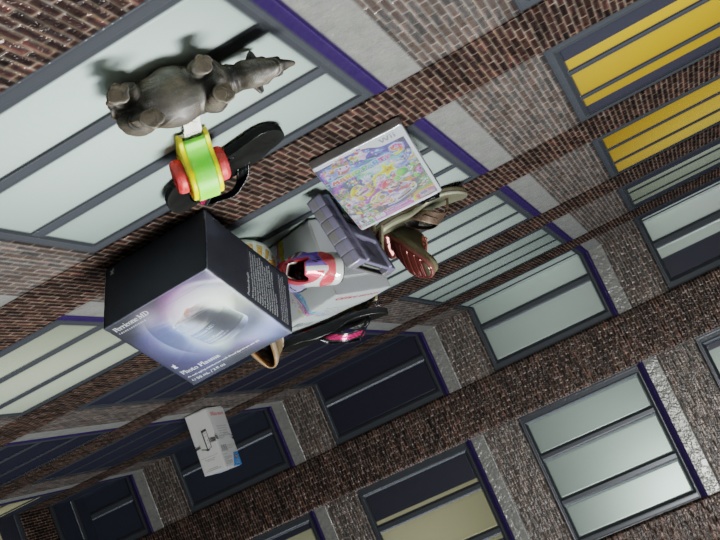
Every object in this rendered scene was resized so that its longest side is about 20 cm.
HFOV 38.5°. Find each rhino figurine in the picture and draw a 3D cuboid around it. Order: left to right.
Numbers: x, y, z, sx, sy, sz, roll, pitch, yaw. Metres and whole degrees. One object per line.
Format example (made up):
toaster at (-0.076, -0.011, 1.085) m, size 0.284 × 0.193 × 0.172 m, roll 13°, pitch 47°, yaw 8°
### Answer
rhino figurine at (-0.156, -0.182, 1.018) m, size 0.199 × 0.060 × 0.087 m, roll -21°, pitch -172°, yaw -19°

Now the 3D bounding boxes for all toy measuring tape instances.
toy measuring tape at (-0.183, -0.128, 1.185) m, size 0.073 × 0.074 × 0.200 m, roll -21°, pitch 169°, yaw -14°

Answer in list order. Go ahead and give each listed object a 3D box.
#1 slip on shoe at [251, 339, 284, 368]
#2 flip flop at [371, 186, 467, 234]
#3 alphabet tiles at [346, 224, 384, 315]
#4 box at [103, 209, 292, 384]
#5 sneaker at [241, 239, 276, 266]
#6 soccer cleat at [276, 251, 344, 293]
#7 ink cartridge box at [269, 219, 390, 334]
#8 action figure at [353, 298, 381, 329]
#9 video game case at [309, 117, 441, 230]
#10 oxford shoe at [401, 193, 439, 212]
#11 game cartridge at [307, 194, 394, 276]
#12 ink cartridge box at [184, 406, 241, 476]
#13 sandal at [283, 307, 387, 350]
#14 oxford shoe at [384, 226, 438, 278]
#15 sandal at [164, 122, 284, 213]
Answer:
slip on shoe at (-0.180, 0.098, 1.728) m, size 0.076 × 0.061 × 0.200 m, roll -7°, pitch 147°, yaw 10°
flip flop at (0.114, -0.099, 1.934) m, size 0.199 × 0.058 × 0.081 m, roll -27°, pitch 170°, yaw -12°
alphabet tiles at (0.000, 0.000, 1.921) m, size 0.006 × 0.167 × 0.200 m, roll 9°, pitch 155°, yaw -22°
box at (-0.240, 0.046, 1.527) m, size 0.200 × 0.124 × 0.198 m, roll -29°, pitch 135°, yaw 22°
sneaker at (-0.232, -0.004, 1.686) m, size 0.199 × 0.076 × 0.088 m, roll -8°, pitch 175°, yaw -42°
soccer cleat at (-0.103, 0.001, 1.680) m, size 0.073 × 0.069 × 0.200 m, roll 1°, pitch 176°, yaw -33°
ink cartridge box at (-0.079, 0.011, 1.828) m, size 0.145 × 0.145 × 0.200 m, roll -8°, pitch 162°, yaw -48°
action figure at (-0.041, 0.122, 2.525) m, size 0.119 × 0.102 × 0.200 m, roll -29°, pitch 174°, yaw -47°
video game case at (0.027, -0.139, 1.532) m, size 0.143 × 0.018 × 0.200 m, roll -26°, pitch 149°, yaw 10°
oxford shoe at (0.063, -0.125, 1.693) m, size 0.084 × 0.073 × 0.200 m, roll -26°, pitch 168°, yaw 19°
game cartridge at (-0.011, -0.056, 1.668) m, size 0.038 × 0.130 × 0.200 m, roll -31°, pitch 167°, yaw 13°
ink cartridge box at (-0.471, 0.546, 3.308) m, size 0.084 × 0.201 × 0.146 m, roll -24°, pitch 169°, yaw 11°
sandal at (-0.041, 0.116, 1.850) m, size 0.199 × 0.045 × 0.075 m, roll -22°, pitch 165°, yaw 1°
oxford shoe at (0.101, -0.047, 1.961) m, size 0.075 × 0.071 × 0.200 m, roll -28°, pitch -146°, yaw -16°
sandal at (-0.174, -0.118, 1.309) m, size 0.200 × 0.045 × 0.075 m, roll -31°, pitch 167°, yaw 29°
